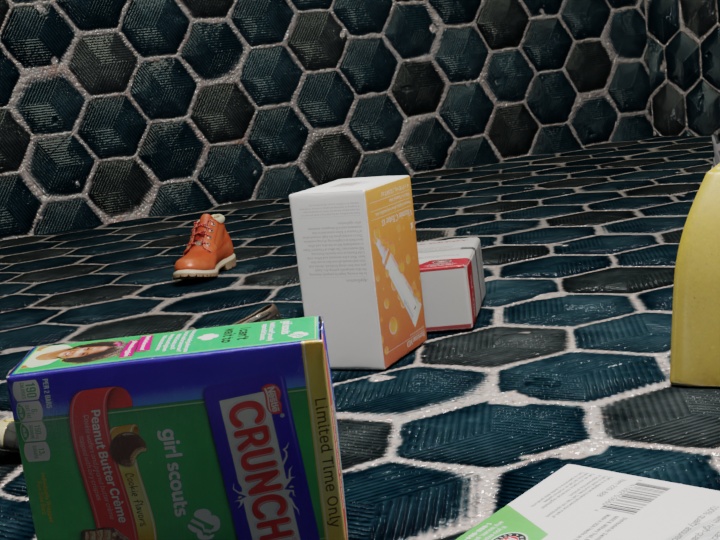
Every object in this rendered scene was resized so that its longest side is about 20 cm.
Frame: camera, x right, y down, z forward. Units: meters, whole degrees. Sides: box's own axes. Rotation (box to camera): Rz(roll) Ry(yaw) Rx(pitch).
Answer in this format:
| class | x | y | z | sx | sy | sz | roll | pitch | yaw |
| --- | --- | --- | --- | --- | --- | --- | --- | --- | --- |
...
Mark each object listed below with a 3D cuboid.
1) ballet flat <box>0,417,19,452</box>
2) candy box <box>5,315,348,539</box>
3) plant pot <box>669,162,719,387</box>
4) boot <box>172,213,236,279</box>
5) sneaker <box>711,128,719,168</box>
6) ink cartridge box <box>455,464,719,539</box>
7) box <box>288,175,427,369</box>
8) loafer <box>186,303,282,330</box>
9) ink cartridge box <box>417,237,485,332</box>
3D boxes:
| class | x | y | z | sx | sy | sz | roll | pitch | yaw |
| --- | --- | --- | --- | --- | --- | --- | --- | --- | --- |
| ballet flat | -0.261 | 0.140 | 1.073 | 0.199 | 0.057 | 0.066 | -7 | 9 | -2 |
| candy box | -0.112 | 0.126 | 0.737 | 0.199 | 0.170 | 0.077 | -7 | 14 | -3 |
| plant pot | 0.406 | -0.010 | 1.074 | 0.194 | 0.201 | 0.195 | -1 | 11 | 27 |
| boot | -0.280 | -0.041 | 1.963 | 0.075 | 0.108 | 0.200 | -3 | 12 | 13 |
| sneaker | 0.788 | -0.263 | 2.386 | 0.078 | 0.140 | 0.200 | -5 | 11 | 12 |
| ink cartridge box | 0.156 | 0.171 | 0.554 | 0.200 | 0.084 | 0.146 | 3 | 14 | 42 |
| box | 0.000 | 0.000 | 1.274 | 0.097 | 0.201 | 0.124 | -1 | 12 | 27 |
| loafer | -0.181 | 0.086 | 1.305 | 0.200 | 0.063 | 0.072 | -12 | 11 | -28 |
| ink cartridge box | 0.081 | 0.018 | 1.451 | 0.144 | 0.084 | 0.200 | -5 | 11 | 12 |
